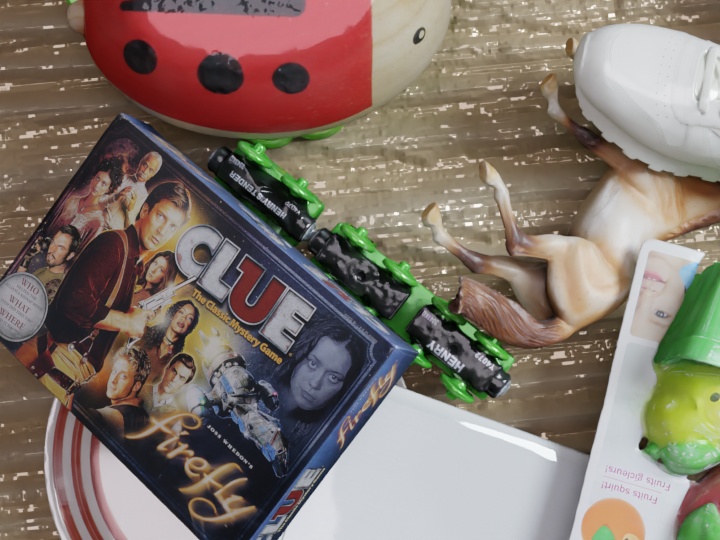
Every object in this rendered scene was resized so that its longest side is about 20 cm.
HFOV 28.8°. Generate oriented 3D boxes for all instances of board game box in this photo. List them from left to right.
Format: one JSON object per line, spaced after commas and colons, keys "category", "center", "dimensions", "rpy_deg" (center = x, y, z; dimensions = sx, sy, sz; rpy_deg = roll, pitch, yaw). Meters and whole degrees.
{"category": "board game box", "center": [-0.087, 0.032, 0.706], "dimensions": [0.200, 0.035, 0.136], "rpy_deg": [39, 97, 22]}

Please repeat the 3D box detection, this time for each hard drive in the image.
{"category": "hard drive", "center": [0.043, 0.139, 0.725], "dimensions": [0.199, 0.027, 0.132], "rpy_deg": [20, 83, -7]}

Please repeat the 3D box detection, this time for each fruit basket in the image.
{"category": "fruit basket", "center": [0.207, 0.100, 0.701], "dimensions": [0.185, 0.094, 0.201], "rpy_deg": [17, 73, -1]}

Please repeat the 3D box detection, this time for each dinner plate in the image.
{"category": "dinner plate", "center": [-0.069, 0.098, 0.752], "dimensions": [0.199, 0.024, 0.201], "rpy_deg": [0, 82, 0]}

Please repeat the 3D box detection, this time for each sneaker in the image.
{"category": "sneaker", "center": [0.204, -0.081, 0.717], "dimensions": [0.199, 0.080, 0.077], "rpy_deg": [20, 74, -14]}

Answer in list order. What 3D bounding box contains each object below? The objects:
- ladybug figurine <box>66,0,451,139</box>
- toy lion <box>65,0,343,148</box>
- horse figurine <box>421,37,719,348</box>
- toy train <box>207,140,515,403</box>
{"category": "ladybug figurine", "center": [-0.052, -0.135, 0.717], "dimensions": [0.199, 0.072, 0.136], "rpy_deg": [-6, 96, 2]}
{"category": "toy lion", "center": [-0.071, -0.164, 0.777], "dimensions": [0.199, 0.069, 0.192], "rpy_deg": [-2, 89, 1]}
{"category": "horse figurine", "center": [0.119, -0.029, 0.743], "dimensions": [0.133, 0.050, 0.200], "rpy_deg": [45, 70, -13]}
{"category": "toy train", "center": [0.000, 0.000, 0.749], "dimensions": [0.200, 0.056, 0.042], "rpy_deg": [39, 97, 6]}
